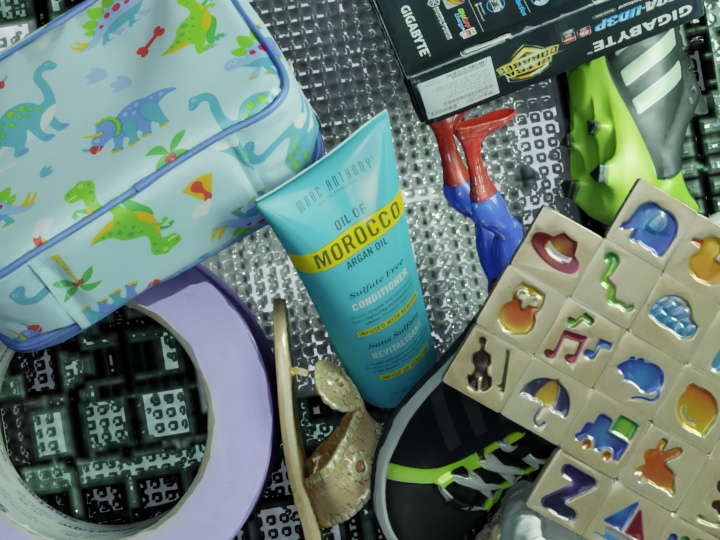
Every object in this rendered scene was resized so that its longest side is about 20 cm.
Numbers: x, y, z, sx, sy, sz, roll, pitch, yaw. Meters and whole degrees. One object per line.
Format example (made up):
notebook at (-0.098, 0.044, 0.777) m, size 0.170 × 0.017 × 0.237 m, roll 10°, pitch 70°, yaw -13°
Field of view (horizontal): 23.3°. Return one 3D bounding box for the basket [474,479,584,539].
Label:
basket at (0.110, 0.239, 0.899) m, size 0.200 × 0.198 × 0.161 m, roll 40°, pitch 94°, yaw 1°

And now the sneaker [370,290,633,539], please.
sneaker at (0.075, 0.074, 0.892) m, size 0.072 × 0.083 × 0.200 m, roll 22°, pitch 105°, yaw -33°

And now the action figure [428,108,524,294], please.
action figure at (0.105, -0.003, 0.957) m, size 0.099 × 0.065 × 0.200 m, roll -19°, pitch 113°, yaw -15°

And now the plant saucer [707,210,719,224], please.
plant saucer at (0.224, 0.063, 0.950) m, size 0.200 × 0.050 × 0.200 m, roll 4°, pitch 79°, yaw -22°

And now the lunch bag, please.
lunch bag at (-0.128, -0.065, 0.889) m, size 0.200 × 0.082 × 0.161 m, roll -32°, pitch 50°, yaw -2°

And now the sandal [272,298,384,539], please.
sandal at (-0.007, 0.115, 0.958) m, size 0.070 × 0.078 × 0.212 m, roll -3°, pitch 103°, yaw 0°

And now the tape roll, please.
tape roll at (-0.144, 0.080, 0.962) m, size 0.200 × 0.085 × 0.200 m, roll 0°, pitch 89°, yaw 1°

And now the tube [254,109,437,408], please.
tube at (0.000, 0.000, 0.907) m, size 0.077 × 0.200 × 0.050 m, roll -39°, pitch 56°, yaw -14°

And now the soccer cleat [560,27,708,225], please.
soccer cleat at (0.152, -0.121, 0.974) m, size 0.081 × 0.068 × 0.200 m, roll 6°, pitch 79°, yaw -29°

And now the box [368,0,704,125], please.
box at (0.071, -0.191, 0.935) m, size 0.159 × 0.046 × 0.200 m, roll -22°, pitch 58°, yaw 1°

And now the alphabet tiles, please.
alphabet tiles at (0.150, 0.059, 0.852) m, size 0.200 × 0.008 × 0.167 m, roll 29°, pitch 96°, yaw -4°
